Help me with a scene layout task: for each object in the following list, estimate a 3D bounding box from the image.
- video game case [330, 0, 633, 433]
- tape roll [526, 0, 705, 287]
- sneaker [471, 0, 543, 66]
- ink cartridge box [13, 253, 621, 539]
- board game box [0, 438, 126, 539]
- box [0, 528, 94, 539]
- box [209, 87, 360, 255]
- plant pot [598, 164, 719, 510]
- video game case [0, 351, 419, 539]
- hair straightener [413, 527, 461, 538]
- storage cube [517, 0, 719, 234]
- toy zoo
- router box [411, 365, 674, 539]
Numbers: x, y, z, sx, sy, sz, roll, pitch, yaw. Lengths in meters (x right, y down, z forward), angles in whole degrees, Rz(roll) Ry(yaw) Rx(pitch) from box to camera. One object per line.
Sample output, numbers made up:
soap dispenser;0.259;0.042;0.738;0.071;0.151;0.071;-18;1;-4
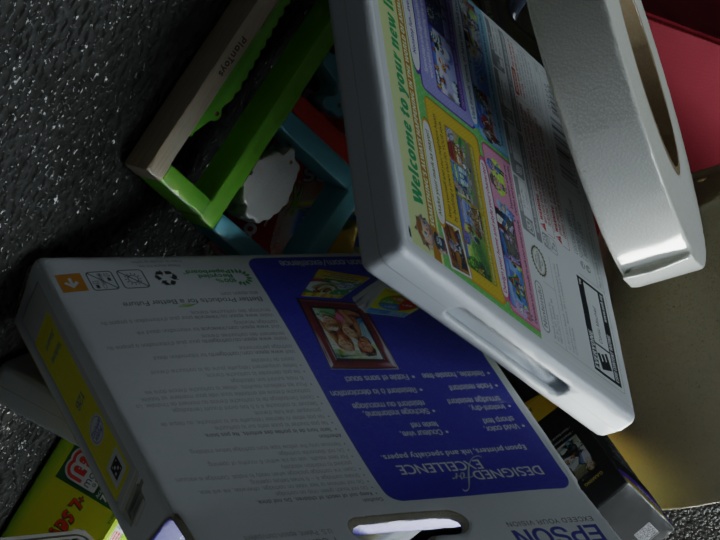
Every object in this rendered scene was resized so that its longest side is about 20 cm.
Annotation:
video game case;0.051;-0.046;0.980;0.022;0.200;0.182;-27;140;26
tape roll;0.119;-0.091;1.050;0.203;0.037;0.203;-17;90;-77
sneaker;0.087;-0.068;1.143;0.081;0.200;0.074;-24;168;0
ink cartridge box;-0.019;0.068;0.922;0.198;0.200;0.047;0;131;-33
board game box;-0.126;0.151;1.132;0.102;0.048;0.200;-59;163;-9
box;-0.182;0.216;0.979;0.117;0.060;0.200;1;119;-43
box;0.000;0.000;1.181;0.100;0.095;0.200;-58;162;-13
plant pot;0.195;0.020;1.170;0.200;0.200;0.135;-39;108;-52
video game case;-0.041;0.066;1.014;0.200;0.182;0.022;-26;139;-63
hair straightener;-0.010;0.147;1.079;0.041;0.200;0.077;47;50;-42
storage cube;0.169;-0.078;1.314;0.171;0.180;0.200;-116;-134;-65
toy zoo;-0.006;-0.045;1.034;0.200;0.020;0.131;41;75;-37
router box;0.038;0.133;1.125;0.200;0.157;0.052;-40;130;7
